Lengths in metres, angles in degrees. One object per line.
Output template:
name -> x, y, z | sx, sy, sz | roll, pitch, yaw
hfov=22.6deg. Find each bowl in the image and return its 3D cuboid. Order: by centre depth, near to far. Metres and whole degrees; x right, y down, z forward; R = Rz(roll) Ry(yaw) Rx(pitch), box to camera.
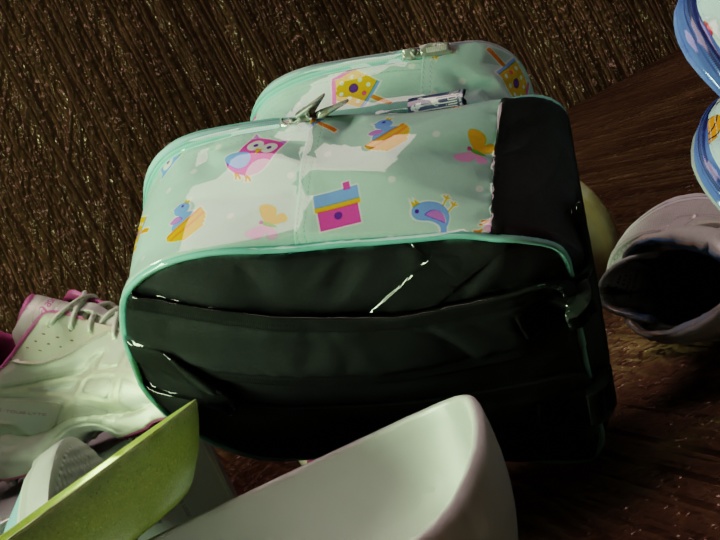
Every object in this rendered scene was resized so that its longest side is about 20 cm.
bowl -> -0.032, 0.129, 0.613 | 0.200, 0.075, 0.200 | -27, 4, 10

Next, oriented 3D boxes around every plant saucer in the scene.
plant saucer -> -0.138, 0.121, 0.714 | 0.200, 0.031, 0.200 | -36, 1, 0

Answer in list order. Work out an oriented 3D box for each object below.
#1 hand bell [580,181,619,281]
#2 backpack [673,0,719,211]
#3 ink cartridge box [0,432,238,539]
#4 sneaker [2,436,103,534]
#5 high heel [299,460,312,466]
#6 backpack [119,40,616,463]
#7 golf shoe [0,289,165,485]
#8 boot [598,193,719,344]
hand bell -> 0.077, 0.029, 1.122 | 0.104, 0.104, 0.200 | -23, 20, 44
backpack -> 0.213, -0.072, 0.684 | 0.154, 0.191, 0.200 | -43, -3, 30
ink cartridge box -> -0.166, 0.154, 1.013 | 0.200, 0.084, 0.146 | -28, 6, -5
sneaker -> -0.162, 0.153, 0.855 | 0.082, 0.074, 0.200 | -28, 22, 14
high heel -> 0.005, 0.082, 0.923 | 0.096, 0.067, 0.200 | -36, 17, 19
backpack -> 0.000, 0.000, 0.777 | 0.200, 0.153, 0.176 | -10, -37, 8
golf shoe -> -0.135, 0.046, 0.956 | 0.200, 0.092, 0.075 | -22, 11, 21
boot -> 0.149, -0.001, 0.848 | 0.096, 0.074, 0.200 | -7, -3, -24
